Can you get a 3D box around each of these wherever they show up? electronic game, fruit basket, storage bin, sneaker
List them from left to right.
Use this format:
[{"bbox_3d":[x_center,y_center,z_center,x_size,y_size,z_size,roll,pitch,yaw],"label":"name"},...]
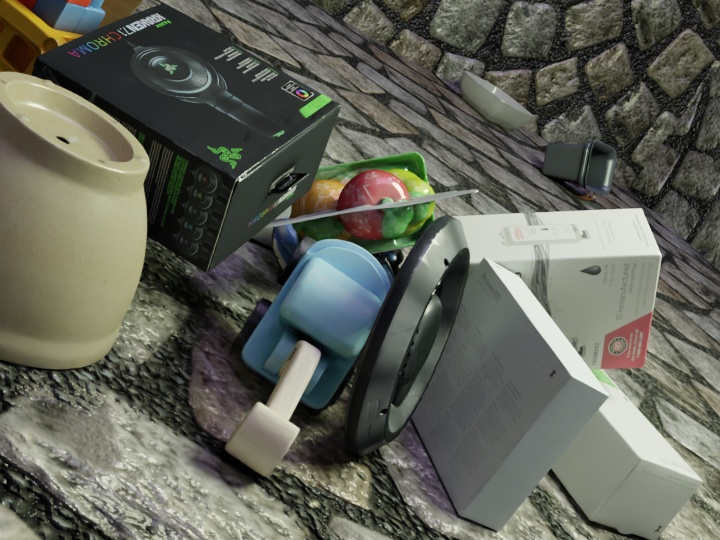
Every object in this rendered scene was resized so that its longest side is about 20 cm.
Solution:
[{"bbox_3d":[0.000,0.000,1.155,0.199,0.090,0.079,33,16,1],"label":"sneaker"},{"bbox_3d":[0.004,-0.050,1.028,0.183,0.095,0.200,-10,10,-4],"label":"fruit basket"},{"bbox_3d":[0.037,0.052,0.894,0.041,0.202,0.200,22,13,14],"label":"electronic game"},{"bbox_3d":[0.562,-0.263,2.928,0.133,0.147,0.199,12,4,31],"label":"storage bin"}]

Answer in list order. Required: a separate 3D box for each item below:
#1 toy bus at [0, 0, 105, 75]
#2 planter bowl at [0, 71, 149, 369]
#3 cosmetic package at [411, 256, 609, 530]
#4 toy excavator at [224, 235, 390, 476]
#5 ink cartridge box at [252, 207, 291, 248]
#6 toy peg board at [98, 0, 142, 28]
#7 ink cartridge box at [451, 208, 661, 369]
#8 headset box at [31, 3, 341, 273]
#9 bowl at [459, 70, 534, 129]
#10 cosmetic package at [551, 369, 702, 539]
[{"bbox_3d":[-0.299,-0.201,0.961,0.200,0.193,0.135,38,18,18],"label":"toy bus"},{"bbox_3d":[-0.227,-0.049,0.773,0.199,0.135,0.200,31,16,-10],"label":"planter bowl"},{"bbox_3d":[0.114,0.101,0.985,0.051,0.151,0.200,25,19,-27],"label":"cosmetic package"},{"bbox_3d":[-0.043,0.059,0.862,0.099,0.195,0.200,33,-12,-3],"label":"toy excavator"},{"bbox_3d":[-0.157,-0.118,1.189,0.199,0.083,0.147,24,19,-33],"label":"ink cartridge box"},{"bbox_3d":[-0.330,-0.277,1.056,0.199,0.199,0.098,23,46,-33],"label":"toy peg board"},{"bbox_3d":[0.184,0.023,1.125,0.198,0.148,0.083,-3,36,-1],"label":"ink cartridge box"},{"bbox_3d":[-0.135,-0.109,0.905,0.199,0.093,0.174,32,36,11],"label":"headset box"},{"bbox_3d":[0.380,-0.482,3.258,0.199,0.075,0.200,14,27,-51],"label":"bowl"},{"bbox_3d":[0.238,0.169,1.153,0.107,0.085,0.200,23,19,-37],"label":"cosmetic package"}]
